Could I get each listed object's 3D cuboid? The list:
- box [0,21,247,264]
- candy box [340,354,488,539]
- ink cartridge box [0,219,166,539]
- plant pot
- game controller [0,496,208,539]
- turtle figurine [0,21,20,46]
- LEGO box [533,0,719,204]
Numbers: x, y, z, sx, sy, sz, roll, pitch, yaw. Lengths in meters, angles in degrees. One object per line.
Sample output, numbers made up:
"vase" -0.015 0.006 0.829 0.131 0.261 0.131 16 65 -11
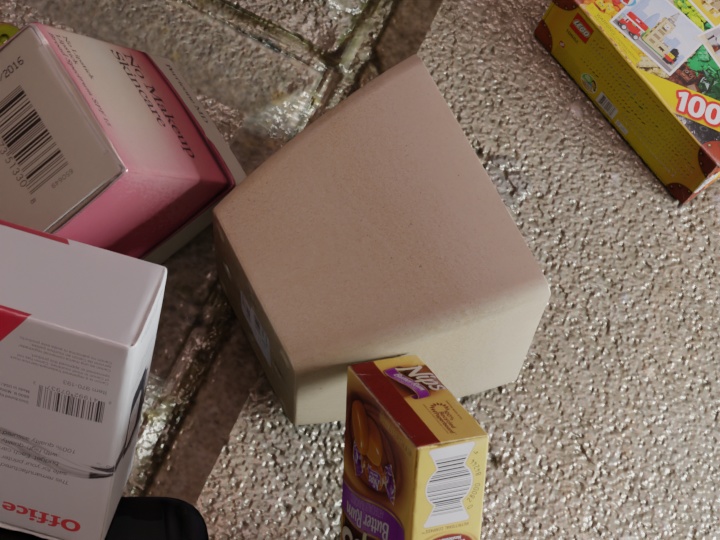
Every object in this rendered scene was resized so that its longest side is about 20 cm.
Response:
"box" -0.185 -0.082 1.254 0.109 0.200 0.128 -37 77 17
"candy box" 0.032 0.172 1.191 0.056 0.200 0.117 -9 27 -20
"ink cartridge box" -0.217 0.075 1.175 0.145 0.200 0.083 16 41 0
"plant pot" 0.000 0.000 1.287 0.177 0.200 0.200 -23 71 -12
"game controller" -0.201 0.203 1.228 0.200 0.042 0.104 2 51 -14
"turtle figurine" -0.293 -0.159 1.300 0.200 0.161 0.065 -12 104 -28
"LEGO box" 0.269 -0.179 1.496 0.149 0.077 0.200 -35 78 -25
